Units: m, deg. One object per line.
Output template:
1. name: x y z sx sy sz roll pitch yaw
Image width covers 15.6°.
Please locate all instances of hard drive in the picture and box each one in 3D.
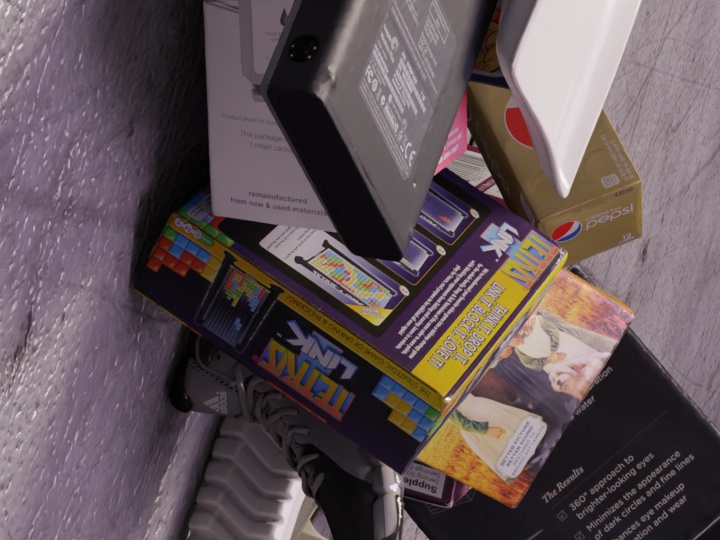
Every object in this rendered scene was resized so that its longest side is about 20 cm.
1. hard drive: 0.020 -0.125 1.207 0.140 0.033 0.201 61 44 -53

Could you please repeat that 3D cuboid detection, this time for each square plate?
1. square plate: 0.117 -0.159 1.358 0.200 0.028 0.199 56 52 -70

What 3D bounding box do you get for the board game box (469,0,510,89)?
1. board game box: 0.047 -0.205 1.375 0.034 0.135 0.201 -114 -144 -74

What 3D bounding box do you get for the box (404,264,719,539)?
1. box: 0.142 0.141 1.786 0.197 0.200 0.117 -40 163 3

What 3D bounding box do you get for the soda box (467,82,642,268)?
1. soda box: 0.098 -0.101 1.566 0.064 0.067 0.200 78 -11 -59

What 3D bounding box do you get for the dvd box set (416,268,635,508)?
1. dvd box set: 0.056 0.043 1.565 0.200 0.029 0.147 30 94 -35

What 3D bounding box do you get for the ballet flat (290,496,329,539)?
1. ballet flat: -0.040 0.158 1.541 0.067 0.064 0.200 -56 180 41

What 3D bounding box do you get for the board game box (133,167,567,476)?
1. board game box: 0.000 0.000 1.351 0.057 0.165 0.200 -58 173 31

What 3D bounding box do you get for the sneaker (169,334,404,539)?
1. sneaker: -0.042 0.086 1.378 0.075 0.115 0.201 100 -14 -51

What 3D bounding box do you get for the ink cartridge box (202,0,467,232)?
1. ink cartridge box: -0.010 -0.137 1.279 0.146 0.082 0.201 -37 130 -58

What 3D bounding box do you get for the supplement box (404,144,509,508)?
1. supplement box: 0.050 0.030 1.668 0.131 0.103 0.201 -35 138 -67

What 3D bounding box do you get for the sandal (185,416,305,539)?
1. sandal: -0.037 0.092 1.477 0.203 0.082 0.050 -60 144 -4

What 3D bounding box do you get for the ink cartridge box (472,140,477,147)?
1. ink cartridge box: 0.097 -0.007 1.899 0.174 0.043 0.201 44 63 -73
